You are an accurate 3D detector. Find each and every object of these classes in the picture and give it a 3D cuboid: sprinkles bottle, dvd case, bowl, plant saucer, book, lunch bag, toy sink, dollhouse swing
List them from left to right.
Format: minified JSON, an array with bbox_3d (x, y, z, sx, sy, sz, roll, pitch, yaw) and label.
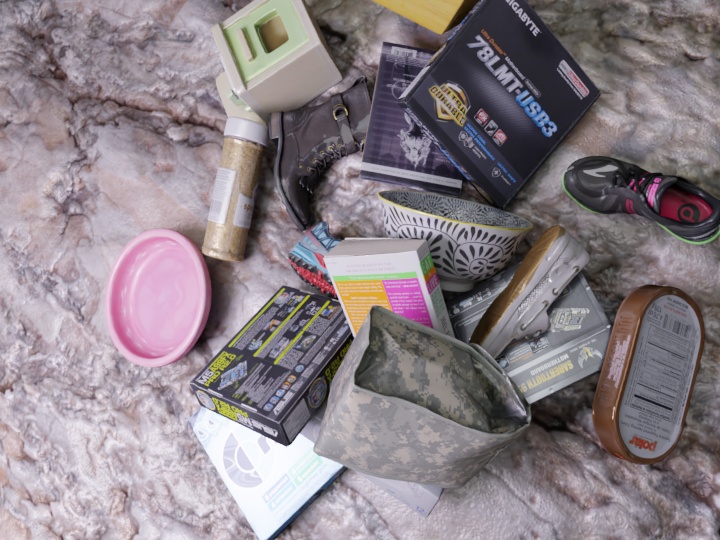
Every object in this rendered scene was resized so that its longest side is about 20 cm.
[{"bbox_3d":[-0.300,0.042,0.941,0.194,0.051,0.208,-4,81,24],"label":"plant saucer"},{"bbox_3d":[-0.186,-0.119,0.924,0.066,0.068,0.207,13,92,20],"label":"sprinkles bottle"},{"bbox_3d":[-0.148,-0.317,0.946,0.196,0.112,0.133,-28,71,11],"label":"toy sink"},{"bbox_3d":[0.046,0.063,0.739,0.131,0.048,0.205,2,120,40],"label":"book"},{"bbox_3d":[0.085,-0.216,0.880,0.143,0.016,0.207,10,80,2],"label":"dvd case"},{"bbox_3d":[0.067,0.153,0.674,0.195,0.166,0.120,22,48,-4],"label":"lunch bag"},{"bbox_3d":[0.110,-0.033,0.780,0.195,0.200,0.097,15,106,20],"label":"bowl"},{"bbox_3d":[0.134,-0.439,0.802,0.180,0.179,0.199,34,52,21],"label":"dollhouse swing"}]

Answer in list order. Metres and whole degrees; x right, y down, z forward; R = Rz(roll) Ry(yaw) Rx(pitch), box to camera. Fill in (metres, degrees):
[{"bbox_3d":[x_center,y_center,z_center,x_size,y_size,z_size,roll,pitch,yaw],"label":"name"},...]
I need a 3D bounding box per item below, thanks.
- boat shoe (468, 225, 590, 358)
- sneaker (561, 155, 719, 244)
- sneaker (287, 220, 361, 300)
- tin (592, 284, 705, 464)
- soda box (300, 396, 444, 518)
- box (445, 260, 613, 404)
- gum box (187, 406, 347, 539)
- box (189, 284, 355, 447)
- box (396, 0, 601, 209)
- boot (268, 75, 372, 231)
[{"bbox_3d":[0.195,0.049,0.727,0.068,0.071,0.202,33,104,-4],"label":"boat shoe"},{"bbox_3d":[0.345,-0.098,0.754,0.195,0.084,0.079,21,84,20],"label":"sneaker"},{"bbox_3d":[0.000,0.000,0.847,0.197,0.080,0.097,33,70,9],"label":"sneaker"},{"bbox_3d":[0.329,0.117,0.707,0.109,0.042,0.206,19,84,-15],"label":"tin"},{"bbox_3d":[0.019,0.215,0.774,0.196,0.064,0.069,31,50,12],"label":"soda box"},{"bbox_3d":[0.206,0.080,0.780,0.196,0.048,0.162,-29,72,10],"label":"box"},{"bbox_3d":[-0.123,0.231,0.856,0.169,0.044,0.201,-42,69,5],"label":"gum box"},{"bbox_3d":[-0.096,0.111,0.797,0.156,0.045,0.201,11,44,33],"label":"box"},{"bbox_3d":[0.179,-0.223,0.801,0.199,0.050,0.199,42,93,-16],"label":"box"},{"bbox_3d":[-0.042,-0.173,0.908,0.168,0.069,0.207,-12,81,7],"label":"boot"}]
